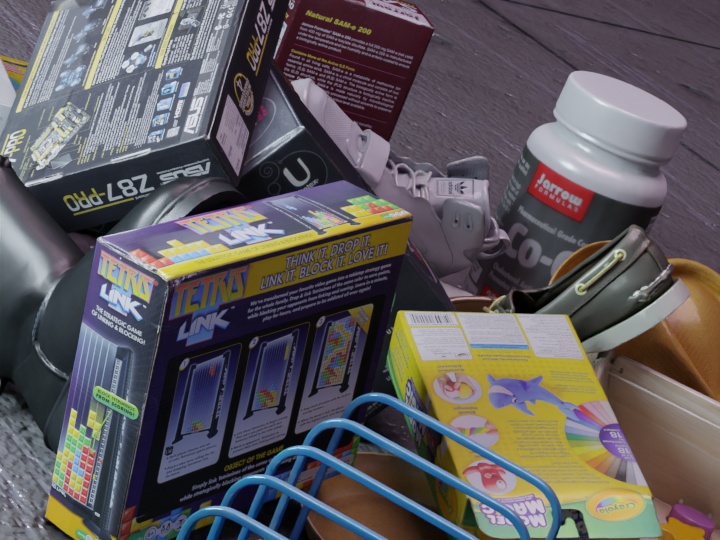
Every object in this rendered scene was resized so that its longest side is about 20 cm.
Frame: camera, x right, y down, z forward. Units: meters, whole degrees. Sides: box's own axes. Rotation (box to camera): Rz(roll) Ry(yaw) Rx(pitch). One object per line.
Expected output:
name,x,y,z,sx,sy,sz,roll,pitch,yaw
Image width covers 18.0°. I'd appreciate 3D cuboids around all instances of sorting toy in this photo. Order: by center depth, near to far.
sorting toy,0.204,0.154,1.406,0.200,0.107,0.180,27,24,10

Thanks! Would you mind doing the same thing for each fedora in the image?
fedora,0.218,0.058,1.565,0.200,0.082,0.201,16,57,-26

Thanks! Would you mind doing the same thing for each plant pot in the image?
plant pot,0.053,0.168,1.298,0.200,0.028,0.200,21,18,-7

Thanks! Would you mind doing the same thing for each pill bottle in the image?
pill bottle,0.162,-0.041,1.720,0.114,0.200,0.114,20,19,-7

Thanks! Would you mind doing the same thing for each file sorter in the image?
file sorter,-0.005,0.157,1.097,0.139,0.123,0.200,28,23,15

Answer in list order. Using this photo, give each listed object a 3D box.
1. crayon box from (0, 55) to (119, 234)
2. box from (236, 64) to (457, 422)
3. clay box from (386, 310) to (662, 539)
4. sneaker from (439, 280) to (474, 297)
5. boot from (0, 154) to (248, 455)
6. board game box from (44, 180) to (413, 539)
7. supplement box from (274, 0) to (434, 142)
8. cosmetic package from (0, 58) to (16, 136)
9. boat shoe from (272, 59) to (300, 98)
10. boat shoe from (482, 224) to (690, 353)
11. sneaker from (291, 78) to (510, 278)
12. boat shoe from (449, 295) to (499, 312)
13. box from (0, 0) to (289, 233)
crayon box,-0.226,-0.095,1.647,0.127,0.051,0.200,14,21,-25
box,-0.035,-0.016,1.430,0.200,0.106,0.122,51,5,-32
clay box,0.094,0.102,1.339,0.115,0.048,0.200,2,37,-16
sneaker,0.000,0.000,1.599,0.200,0.087,0.075,17,18,-20
boot,-0.164,-0.005,1.266,0.162,0.198,0.073,43,23,31
board game box,-0.068,0.049,1.219,0.057,0.166,0.200,27,25,32
supplement box,-0.035,-0.114,1.687,0.109,0.200,0.061,16,20,-21
cosmetic package,-0.291,-0.105,1.508,0.081,0.113,0.200,13,23,-26
boat shoe,-0.098,-0.098,1.531,0.068,0.072,0.200,33,-21,-12
boat shoe,0.115,0.036,1.476,0.060,0.202,0.072,58,28,-7
sneaker,0.027,-0.068,1.632,0.075,0.115,0.200,-82,149,-50
boat shoe,0.120,0.069,1.601,0.200,0.072,0.065,14,-19,-25
box,-0.136,-0.111,1.398,0.161,0.049,0.200,-12,40,20
